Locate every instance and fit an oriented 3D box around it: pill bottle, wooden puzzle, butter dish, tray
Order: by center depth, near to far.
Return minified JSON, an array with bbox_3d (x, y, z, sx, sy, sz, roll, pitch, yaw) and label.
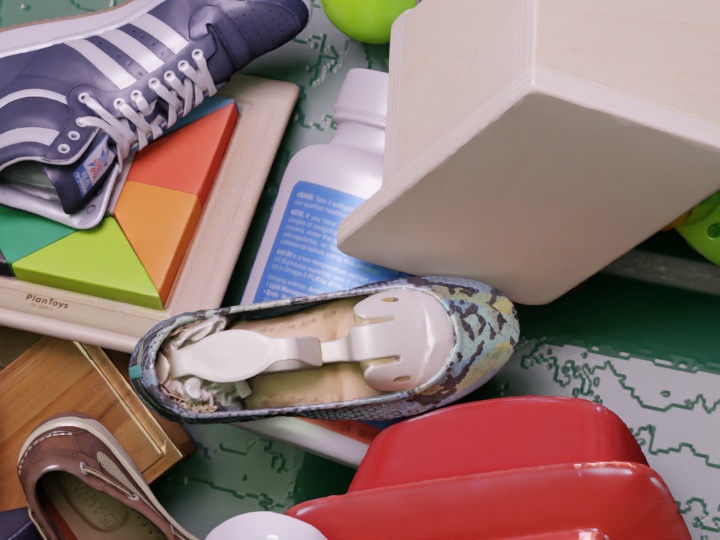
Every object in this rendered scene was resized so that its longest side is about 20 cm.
[{"bbox_3d":[0.083,0.129,1.437,0.198,0.200,0.148,-10,44,18],"label":"butter dish"},{"bbox_3d":[0.000,0.000,1.495,0.112,0.112,0.201,18,86,14],"label":"pill bottle"},{"bbox_3d":[-0.147,-0.048,1.529,0.184,0.037,0.201,11,56,14],"label":"wooden puzzle"},{"bbox_3d":[-0.197,0.121,1.532,0.200,0.037,0.099,-39,87,11],"label":"tray"}]

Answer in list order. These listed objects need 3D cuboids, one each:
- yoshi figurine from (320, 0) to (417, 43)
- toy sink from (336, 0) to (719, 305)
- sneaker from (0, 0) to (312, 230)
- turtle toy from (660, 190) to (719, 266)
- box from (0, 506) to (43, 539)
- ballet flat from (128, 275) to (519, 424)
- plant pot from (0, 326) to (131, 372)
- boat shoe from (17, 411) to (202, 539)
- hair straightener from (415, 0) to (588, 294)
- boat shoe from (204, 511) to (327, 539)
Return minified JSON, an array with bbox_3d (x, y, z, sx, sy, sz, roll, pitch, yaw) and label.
[{"bbox_3d":[0.062,-0.151,1.512,0.199,0.112,0.113,8,89,16],"label":"yoshi figurine"},{"bbox_3d":[0.089,-0.080,1.378,0.130,0.200,0.113,15,61,-23],"label":"toy sink"},{"bbox_3d":[-0.116,-0.090,1.491,0.199,0.070,0.109,-15,52,6],"label":"sneaker"},{"bbox_3d":[0.210,-0.086,1.469,0.145,0.101,0.201,13,80,-10],"label":"turtle toy"},{"bbox_3d":[-0.248,0.246,1.476,0.199,0.123,0.200,-13,94,10],"label":"box"},{"bbox_3d":[-0.017,0.043,1.401,0.199,0.074,0.075,-11,78,0],"label":"ballet flat"},{"bbox_3d":[-0.183,0.031,1.573,0.199,0.027,0.201,-2,80,12],"label":"plant pot"},{"bbox_3d":[-0.109,0.168,1.474,0.075,0.075,0.202,-42,101,9],"label":"boat shoe"},{"bbox_3d":[0.076,-0.074,1.461,0.041,0.077,0.201,-3,119,37],"label":"hair straightener"},{"bbox_3d":[-0.065,0.194,1.395,0.071,0.200,0.068,21,49,-9],"label":"boat shoe"}]
